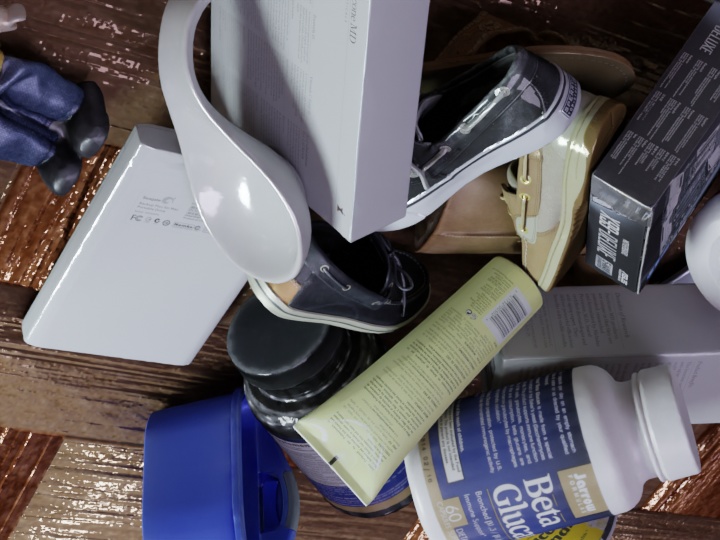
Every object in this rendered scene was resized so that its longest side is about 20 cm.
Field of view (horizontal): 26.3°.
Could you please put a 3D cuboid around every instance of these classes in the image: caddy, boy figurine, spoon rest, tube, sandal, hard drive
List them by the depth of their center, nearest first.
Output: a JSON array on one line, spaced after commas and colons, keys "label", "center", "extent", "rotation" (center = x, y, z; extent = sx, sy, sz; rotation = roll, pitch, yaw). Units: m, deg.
[{"label": "boy figurine", "center": [-0.246, -0.114, 0.911], "extent": [0.200, 0.064, 0.124], "rotation": [22, 120, -42]}, {"label": "spoon rest", "center": [-0.081, -0.082, 0.942], "extent": [0.061, 0.099, 0.200], "rotation": [-28, 116, -36]}, {"label": "sandal", "center": [0.075, -0.145, 1.045], "extent": [0.212, 0.070, 0.078], "rotation": [-10, 152, 12]}, {"label": "hard drive", "center": [-0.135, -0.012, 1.062], "extent": [0.132, 0.026, 0.200], "rotation": [10, 134, -33]}, {"label": "tube", "center": [0.047, 0.072, 1.111], "extent": [0.200, 0.058, 0.052], "rotation": [-44, 139, -17]}, {"label": "caddy", "center": [-0.097, 0.184, 1.169], "extent": [0.105, 0.200, 0.141], "rotation": [-10, 138, 4]}]

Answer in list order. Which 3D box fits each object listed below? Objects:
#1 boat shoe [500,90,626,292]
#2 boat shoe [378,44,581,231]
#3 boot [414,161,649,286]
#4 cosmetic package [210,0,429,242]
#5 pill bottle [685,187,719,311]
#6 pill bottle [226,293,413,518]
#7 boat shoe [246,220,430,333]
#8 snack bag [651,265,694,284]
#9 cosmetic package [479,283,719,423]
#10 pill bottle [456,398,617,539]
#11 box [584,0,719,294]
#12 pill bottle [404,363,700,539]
[{"label": "boat shoe", "center": [0.134, -0.060, 1.070], "extent": [0.074, 0.066, 0.200], "rotation": [-50, 161, -30]}, {"label": "boat shoe", "center": [0.047, -0.086, 0.998], "extent": [0.068, 0.074, 0.199], "rotation": [29, 147, -32]}, {"label": "boot", "center": [0.131, -0.023, 1.187], "extent": [0.200, 0.066, 0.175], "rotation": [1, 126, -24]}, {"label": "cosmetic package", "center": [-0.029, -0.139, 0.929], "extent": [0.052, 0.151, 0.200], "rotation": [-24, 139, -29]}, {"label": "pill bottle", "center": [0.338, -0.047, 1.179], "extent": [0.200, 0.112, 0.112], "rotation": [-40, 149, -42]}, {"label": "pill bottle", "center": [-0.020, 0.097, 1.179], "extent": [0.112, 0.112, 0.200], "rotation": [-31, 135, 2]}, {"label": "boat shoe", "center": [0.000, 0.000, 1.096], "extent": [0.062, 0.075, 0.200], "rotation": [-42, 156, 24]}, {"label": "snack bag", "center": [0.280, 0.060, 1.360], "extent": [0.200, 0.021, 0.189], "rotation": [-36, 136, 8]}, {"label": "cosmetic package", "center": [0.198, 0.067, 1.199], "extent": [0.200, 0.071, 0.101], "rotation": [-1, 142, -6]}, {"label": "pill bottle", "center": [0.129, 0.183, 1.331], "extent": [0.112, 0.112, 0.200], "rotation": [-43, 134, 14]}, {"label": "box", "center": [0.231, -0.099, 1.073], "extent": [0.200, 0.050, 0.158], "rotation": [-53, 163, -14]}, {"label": "pill bottle", "center": [0.141, 0.133, 1.128], "extent": [0.200, 0.111, 0.111], "rotation": [-17, 138, 14]}]
